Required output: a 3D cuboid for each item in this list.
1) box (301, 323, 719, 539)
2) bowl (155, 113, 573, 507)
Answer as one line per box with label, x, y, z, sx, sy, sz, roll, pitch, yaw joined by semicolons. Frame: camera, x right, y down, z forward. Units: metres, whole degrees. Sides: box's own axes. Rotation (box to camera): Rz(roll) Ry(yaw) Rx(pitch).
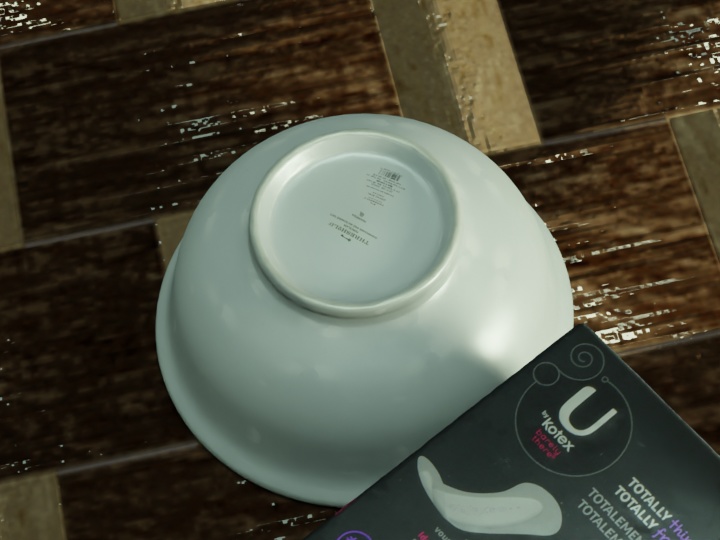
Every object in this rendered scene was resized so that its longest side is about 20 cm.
box;0.055;0.140;0.813;0.199;0.106;0.122;-36;65;-18
bowl;0.000;0.000;0.910;0.199;0.091;0.203;-1;60;2
